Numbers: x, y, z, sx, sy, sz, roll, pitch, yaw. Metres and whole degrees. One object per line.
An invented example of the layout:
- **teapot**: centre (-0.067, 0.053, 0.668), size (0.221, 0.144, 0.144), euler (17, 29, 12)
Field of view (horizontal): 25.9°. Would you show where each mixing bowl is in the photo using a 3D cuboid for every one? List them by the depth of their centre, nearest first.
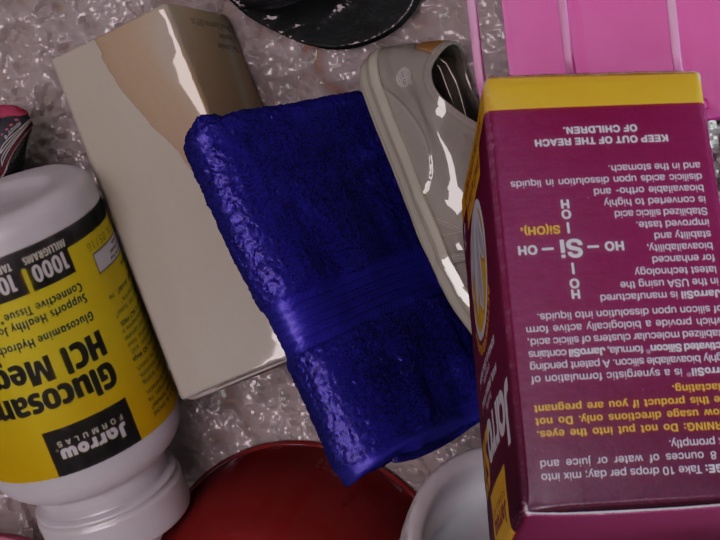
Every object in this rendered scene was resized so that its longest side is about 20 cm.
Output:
- **mixing bowl**: centre (-0.047, 0.203, 0.866), size (0.199, 0.108, 0.201), euler (2, 96, 18)

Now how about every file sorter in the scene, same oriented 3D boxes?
- **file sorter**: centre (0.155, -0.147, 0.760), size (0.199, 0.125, 0.140), euler (-7, 89, 18)

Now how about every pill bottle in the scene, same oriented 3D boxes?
- **pill bottle**: centre (-0.165, 0.053, 0.853), size (0.112, 0.113, 0.201), euler (-13, 110, 18)

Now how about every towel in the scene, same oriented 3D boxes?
- **towel**: centre (0.000, 0.000, 0.814), size (0.049, 0.147, 0.201), euler (-31, 83, 33)

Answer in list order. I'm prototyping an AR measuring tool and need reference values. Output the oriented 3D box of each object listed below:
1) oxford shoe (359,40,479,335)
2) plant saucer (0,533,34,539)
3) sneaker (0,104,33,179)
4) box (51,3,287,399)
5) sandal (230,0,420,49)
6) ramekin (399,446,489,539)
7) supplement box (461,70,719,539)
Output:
- **oxford shoe**: centre (0.062, -0.036, 0.831), size (0.058, 0.075, 0.201), euler (-26, 81, 22)
- **plant saucer**: centre (-0.199, 0.255, 0.931), size (0.200, 0.051, 0.202), euler (2, 93, 32)
- **sneaker**: centre (-0.211, 0.001, 0.925), size (0.074, 0.081, 0.201), euler (9, 105, 2)
- **box**: centre (-0.086, -0.038, 0.868), size (0.077, 0.095, 0.201), euler (-23, 89, 17)
- **sandal**: centre (-0.062, -0.178, 0.872), size (0.200, 0.048, 0.076), euler (23, 101, 15)
- **ramekin**: centre (0.092, 0.193, 0.773), size (0.200, 0.200, 0.098), euler (38, 126, 11)
- **supplement box**: centre (0.106, 0.027, 0.712), size (0.103, 0.131, 0.201), euler (-2, 67, -3)
